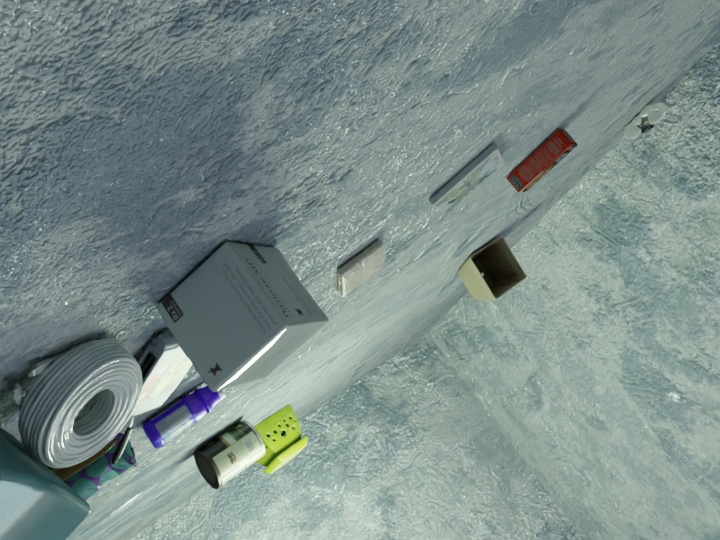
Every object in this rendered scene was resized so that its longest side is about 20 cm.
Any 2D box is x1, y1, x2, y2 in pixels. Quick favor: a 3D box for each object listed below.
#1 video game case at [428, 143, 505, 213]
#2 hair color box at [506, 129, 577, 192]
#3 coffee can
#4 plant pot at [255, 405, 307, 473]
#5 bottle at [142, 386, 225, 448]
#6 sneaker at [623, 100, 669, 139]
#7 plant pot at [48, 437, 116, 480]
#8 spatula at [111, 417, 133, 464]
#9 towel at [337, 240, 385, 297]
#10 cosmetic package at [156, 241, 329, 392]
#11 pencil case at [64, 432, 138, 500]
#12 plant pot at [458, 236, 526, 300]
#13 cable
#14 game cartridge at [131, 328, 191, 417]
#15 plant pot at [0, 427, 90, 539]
[{"bbox_3d":[0.262,-0.218,1.783,0.200,0.022,0.182,-41,168,11],"label":"video game case"},{"bbox_3d":[0.519,-0.312,2.102,0.200,0.061,0.101,-43,168,26],"label":"hair color box"},{"bbox_3d":[-0.446,0.627,2.511,0.199,0.147,0.147,-29,166,-35],"label":"coffee can"},{"bbox_3d":[-0.345,0.705,3.021,0.199,0.182,0.199,-28,164,-42],"label":"plant pot"},{"bbox_3d":[-0.413,0.336,1.729,0.199,0.066,0.084,-33,166,-23],"label":"bottle"},{"bbox_3d":[1.099,-0.583,2.792,0.113,0.076,0.200,-29,171,-40],"label":"sneaker"},{"bbox_3d":[-0.549,0.354,1.358,0.198,0.028,0.200,-25,-174,3],"label":"plant pot"},{"bbox_3d":[-0.440,0.284,1.400,0.057,0.020,0.202,-46,157,-78],"label":"spatula"},{"bbox_3d":[0.000,0.000,1.786,0.132,0.035,0.200,-37,168,-10],"label":"towel"},{"bbox_3d":[-0.184,0.072,1.191,0.165,0.165,0.200,-40,169,11],"label":"cosmetic package"},{"bbox_3d":[-0.581,0.445,1.591,0.199,0.085,0.093,-37,140,-4],"label":"pencil case"},{"bbox_3d":[0.523,0.012,3.028,0.199,0.201,0.177,-31,177,-29],"label":"plant pot"},{"bbox_3d":[-0.410,0.195,1.091,0.200,0.069,0.202,-37,150,-47],"label":"cable"},{"bbox_3d":[-0.360,0.182,1.319,0.201,0.041,0.133,-54,167,19],"label":"game cartridge"},{"bbox_3d":[-0.520,0.309,0.972,0.196,0.195,0.201,-49,161,-27],"label":"plant pot"}]
